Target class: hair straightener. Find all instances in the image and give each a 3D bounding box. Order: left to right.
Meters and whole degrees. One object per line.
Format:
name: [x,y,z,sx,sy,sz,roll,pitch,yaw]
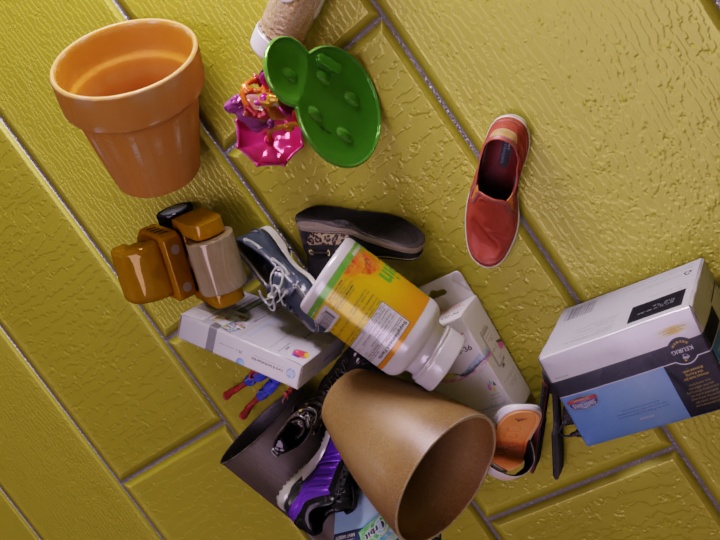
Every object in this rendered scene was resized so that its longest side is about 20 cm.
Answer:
hair straightener: [0.276,0.195,1.297,0.076,0.041,0.204,13,115,22]

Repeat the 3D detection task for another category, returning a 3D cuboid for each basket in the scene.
basket: [-0.088,0.309,1.489,0.180,0.136,0.200,-41,97,20]

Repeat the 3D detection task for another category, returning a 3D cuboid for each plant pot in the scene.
plant pot: [-0.297,-0.210,1.313,0.197,0.201,0.186,12,136,22]
plant pot: [0.045,0.221,1.264,0.199,0.184,0.190,32,129,38]

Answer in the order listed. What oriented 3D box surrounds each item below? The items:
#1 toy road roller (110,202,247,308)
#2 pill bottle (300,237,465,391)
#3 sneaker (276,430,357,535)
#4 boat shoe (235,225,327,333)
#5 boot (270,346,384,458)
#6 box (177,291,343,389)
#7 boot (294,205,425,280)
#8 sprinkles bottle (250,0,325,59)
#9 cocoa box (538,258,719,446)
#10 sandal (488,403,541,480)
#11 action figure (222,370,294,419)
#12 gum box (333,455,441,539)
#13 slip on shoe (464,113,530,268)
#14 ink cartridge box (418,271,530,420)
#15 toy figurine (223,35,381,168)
toy road roller: [-0.267,-0.009,1.385,0.199,0.144,0.125,16,127,54]
pill bottle: [0.032,0.060,1.224,0.199,0.111,0.112,36,126,-1]
sneaker: [-0.026,0.293,1.372,0.201,0.069,0.099,-52,49,6]
boat shoe: [-0.110,0.016,1.345,0.201,0.061,0.076,53,145,27]
boot: [-0.037,0.174,1.362,0.069,0.174,0.201,41,126,7]
box: [-0.139,0.092,1.386,0.197,0.156,0.042,19,110,17]
boot: [0.000,0.000,1.318,0.197,0.073,0.153,12,118,27]
sprinkles bottle: [-0.071,-0.350,1.182,0.068,0.068,0.201,36,125,7]
cocoa box: [0.339,0.100,1.149,0.198,0.133,0.133,-25,102,35]
sandal: [0.197,0.243,1.292,0.077,0.060,0.208,2,148,-1]
action figure: [-0.148,0.176,1.476,0.065,0.099,0.199,47,124,-4]
gum box: [0.039,0.299,1.380,0.168,0.203,0.044,-22,141,35]
slip on shoe: [0.165,-0.091,1.192,0.073,0.061,0.203,18,123,17]
ink cartridge box: [0.130,0.115,1.309,0.115,0.067,0.202,-25,101,35]
toy figurine: [-0.104,-0.198,1.228,0.182,0.153,0.198,-11,151,43]
